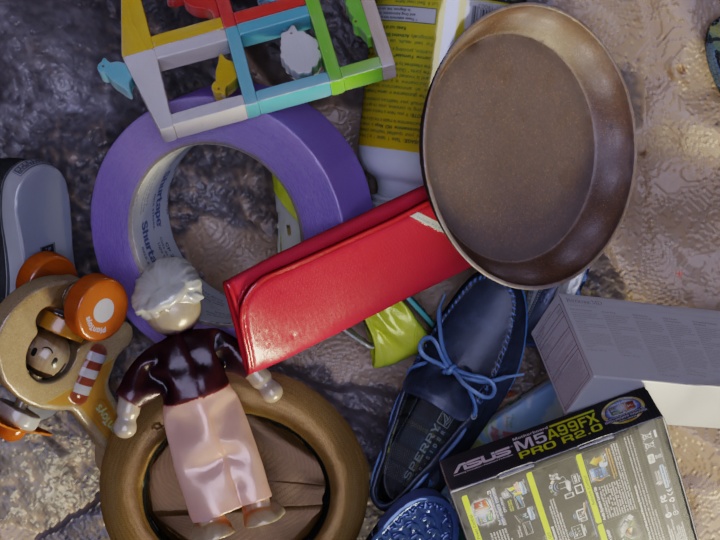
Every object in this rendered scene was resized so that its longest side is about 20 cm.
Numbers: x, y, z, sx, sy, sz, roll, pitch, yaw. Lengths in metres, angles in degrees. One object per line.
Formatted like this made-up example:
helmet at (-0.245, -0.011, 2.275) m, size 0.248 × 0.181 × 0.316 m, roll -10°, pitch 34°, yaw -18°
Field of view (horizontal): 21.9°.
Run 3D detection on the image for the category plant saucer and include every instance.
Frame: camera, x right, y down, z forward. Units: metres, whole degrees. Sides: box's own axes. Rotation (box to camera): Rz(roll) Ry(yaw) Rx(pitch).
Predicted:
plant saucer at (0.113, -0.087, 1.313) m, size 0.199 × 0.034 × 0.201 m, roll -2°, pitch 94°, yaw -36°

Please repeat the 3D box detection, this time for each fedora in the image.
fedora at (-0.095, 0.160, 1.398) m, size 0.199 × 0.082 × 0.202 m, roll 0°, pitch 96°, yaw -4°

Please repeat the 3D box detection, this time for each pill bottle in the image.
pill bottle at (0.057, -0.125, 1.367) m, size 0.112 × 0.112 × 0.201 m, roll 7°, pitch 95°, yaw -5°

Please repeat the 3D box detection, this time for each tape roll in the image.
tape roll at (-0.093, -0.033, 1.350) m, size 0.199 × 0.066 × 0.201 m, roll 6°, pitch 107°, yaw 19°

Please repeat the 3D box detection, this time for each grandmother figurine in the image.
grandmother figurine at (-0.119, 0.089, 1.322) m, size 0.121 × 0.061 × 0.201 m, roll -15°, pitch 93°, yaw -22°

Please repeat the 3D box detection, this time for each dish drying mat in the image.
dish drying mat at (0.000, 0.000, 1.291) m, size 0.199 × 0.018 × 0.077 m, roll -26°, pitch 123°, yaw -22°

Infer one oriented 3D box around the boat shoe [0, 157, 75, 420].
boat shoe at (-0.249, 0.011, 1.388) m, size 0.068 × 0.056 × 0.201 m, roll -16°, pitch 114°, yaw -46°

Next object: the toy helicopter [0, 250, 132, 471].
toy helicopter at (-0.210, 0.093, 1.356) m, size 0.132 × 0.079 × 0.200 m, roll -48°, pitch 134°, yaw -23°

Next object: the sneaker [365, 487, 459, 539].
sneaker at (0.012, 0.240, 1.397) m, size 0.070 × 0.078 × 0.201 m, roll 22°, pitch 107°, yaw -13°

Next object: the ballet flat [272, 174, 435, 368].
ballet flat at (-0.022, -0.011, 1.397) m, size 0.067 × 0.067 × 0.200 m, roll -36°, pitch 98°, yaw 2°

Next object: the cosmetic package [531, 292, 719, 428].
cosmetic package at (0.230, 0.070, 1.375) m, size 0.199 × 0.083 × 0.051 m, roll 7°, pitch 135°, yaw -27°

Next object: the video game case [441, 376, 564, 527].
video game case at (0.144, 0.203, 1.449) m, size 0.182 × 0.022 × 0.201 m, roll -33°, pitch 96°, yaw -1°

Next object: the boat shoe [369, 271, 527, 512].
boat shoe at (0.068, 0.096, 1.373) m, size 0.084 × 0.069 × 0.201 m, roll 22°, pitch 100°, yaw 20°

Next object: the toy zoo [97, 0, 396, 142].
toy zoo at (-0.087, -0.167, 1.300) m, size 0.199 × 0.020 × 0.132 m, roll -15°, pitch 66°, yaw -2°

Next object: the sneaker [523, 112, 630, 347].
sneaker at (0.141, -0.043, 1.409) m, size 0.085 × 0.077 × 0.201 m, roll 16°, pitch 87°, yaw 5°

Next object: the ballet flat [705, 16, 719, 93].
ballet flat at (0.333, -0.110, 1.410) m, size 0.074 × 0.074 × 0.200 m, roll -35°, pitch 96°, yaw 0°

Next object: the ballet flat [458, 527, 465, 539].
ballet flat at (0.150, 0.236, 1.411) m, size 0.199 × 0.071 × 0.066 m, roll 4°, pitch 110°, yaw -1°

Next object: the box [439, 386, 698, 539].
box at (0.161, 0.199, 1.338) m, size 0.159 × 0.044 × 0.201 m, roll -20°, pitch 117°, yaw 1°
